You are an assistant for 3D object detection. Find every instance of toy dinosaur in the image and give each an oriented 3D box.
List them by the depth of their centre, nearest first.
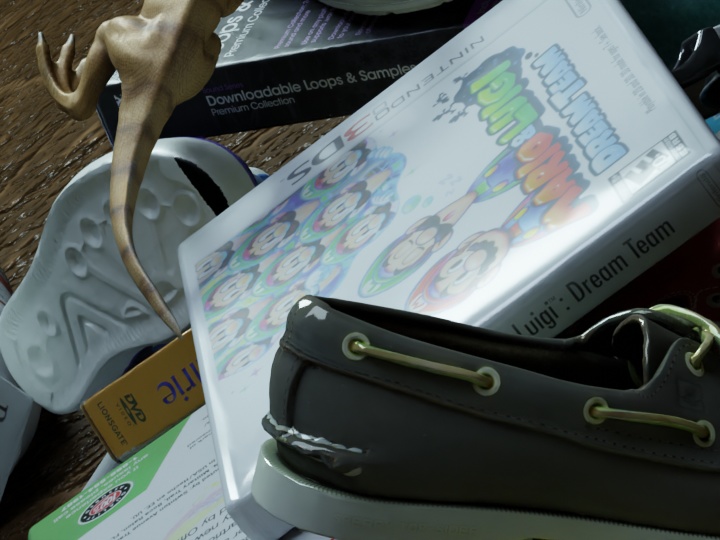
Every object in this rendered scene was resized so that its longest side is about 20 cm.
[{"bbox_3d":[-0.075,-0.072,0.987,0.106,0.060,0.200,-14,52,60],"label":"toy dinosaur"}]

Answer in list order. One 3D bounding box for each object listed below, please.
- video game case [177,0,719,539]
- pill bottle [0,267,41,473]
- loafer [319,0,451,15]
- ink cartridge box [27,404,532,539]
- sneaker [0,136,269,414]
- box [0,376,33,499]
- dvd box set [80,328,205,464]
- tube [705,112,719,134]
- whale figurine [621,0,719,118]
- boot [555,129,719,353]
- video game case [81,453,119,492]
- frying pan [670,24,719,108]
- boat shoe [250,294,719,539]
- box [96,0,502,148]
[{"bbox_3d":[0.023,-0.015,0.886,0.182,0.024,0.200,-36,24,8],"label":"video game case"},{"bbox_3d":[-0.213,0.049,1.316,0.112,0.112,0.200,-36,18,-2],"label":"pill bottle"},{"bbox_3d":[-0.010,-0.145,1.051,0.070,0.070,0.200,-38,32,-26],"label":"loafer"},{"bbox_3d":[-0.020,0.106,0.878,0.145,0.084,0.200,-35,18,-1],"label":"ink cartridge box"},{"bbox_3d":[-0.059,-0.021,1.135,0.146,0.081,0.200,-33,-6,-38],"label":"sneaker"},{"bbox_3d":[-0.263,0.122,1.106,0.200,0.131,0.199,-19,46,41],"label":"box"},{"bbox_3d":[0.000,0.000,1.032,0.200,0.029,0.146,-34,-3,14],"label":"dvd box set"},{"bbox_3d":[0.142,-0.040,1.011,0.200,0.050,0.077,-31,-2,8],"label":"tube"},{"bbox_3d":[0.128,-0.119,1.133,0.200,0.104,0.159,-19,24,48],"label":"whale figurine"},{"bbox_3d":[0.148,-0.012,0.901,0.200,0.072,0.144,-39,17,16],"label":"boot"},{"bbox_3d":[-0.027,0.049,1.133,0.200,0.023,0.182,-24,22,34],"label":"video game case"},{"bbox_3d":[0.142,-0.078,1.003,0.190,0.031,0.115,-17,-10,-9],"label":"frying pan"},{"bbox_3d":[0.071,0.041,0.750,0.201,0.060,0.072,3,14,-17],"label":"boat shoe"},{"bbox_3d":[0.006,-0.110,1.090,0.200,0.036,0.143,-9,31,27],"label":"box"}]
